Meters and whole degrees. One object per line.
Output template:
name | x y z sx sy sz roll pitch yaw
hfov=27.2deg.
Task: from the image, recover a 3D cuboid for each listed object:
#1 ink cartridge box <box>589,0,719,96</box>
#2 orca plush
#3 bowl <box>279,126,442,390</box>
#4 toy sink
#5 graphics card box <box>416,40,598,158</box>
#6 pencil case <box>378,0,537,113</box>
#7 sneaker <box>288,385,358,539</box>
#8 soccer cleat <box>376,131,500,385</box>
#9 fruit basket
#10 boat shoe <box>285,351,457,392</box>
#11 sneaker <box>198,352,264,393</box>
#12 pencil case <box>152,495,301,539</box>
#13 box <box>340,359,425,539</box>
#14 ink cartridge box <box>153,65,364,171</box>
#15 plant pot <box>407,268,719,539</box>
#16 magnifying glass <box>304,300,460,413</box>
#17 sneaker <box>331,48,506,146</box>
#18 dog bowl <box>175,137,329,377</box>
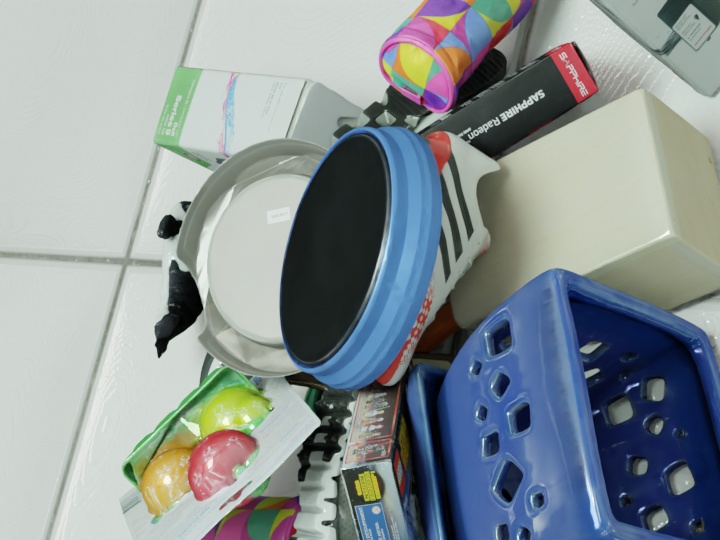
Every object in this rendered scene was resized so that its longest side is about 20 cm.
ink cartridge box | 0.213 -0.241 1.167 0.083 0.200 0.147 -48 47 11
orca plush | -0.163 -0.001 1.497 0.070 0.106 0.200 -5 27 6
bowl | -0.006 -0.013 1.113 0.201 0.039 0.202 -41 41 51
toy sink | 0.177 -0.027 1.168 0.199 0.112 0.131 -27 54 32
graphics card box | 0.096 -0.116 1.235 0.199 0.125 0.051 -30 95 2
pencil case | 0.097 -0.223 1.294 0.088 0.089 0.200 5 43 44
sneaker | -0.006 0.183 1.228 0.066 0.090 0.202 -5 72 58
soccer cleat | 0.056 -0.007 1.133 0.069 0.085 0.202 -12 63 63
fruit basket | -0.117 0.165 1.237 0.185 0.094 0.200 -44 24 -4
boat shoe | 0.008 0.106 1.275 0.201 0.074 0.076 0 83 38
sneaker | -0.114 0.058 1.444 0.084 0.074 0.201 2 64 50
pencil case | -0.101 0.239 1.323 0.199 0.088 0.089 -7 67 41
box | 0.028 0.160 1.116 0.040 0.138 0.200 -10 18 9
ink cartridge box | -0.079 -0.127 1.429 0.199 0.145 0.088 10 79 45
plant pot | 0.148 0.139 1.066 0.179 0.199 0.201 -31 53 37
magnifying glass | 0.023 0.086 1.327 0.200 0.022 0.080 -39 53 22
sneaker | 0.054 -0.128 1.363 0.199 0.089 0.074 -36 49 -7
dog bowl | -0.060 -0.008 1.259 0.199 0.059 0.202 -5 79 26
